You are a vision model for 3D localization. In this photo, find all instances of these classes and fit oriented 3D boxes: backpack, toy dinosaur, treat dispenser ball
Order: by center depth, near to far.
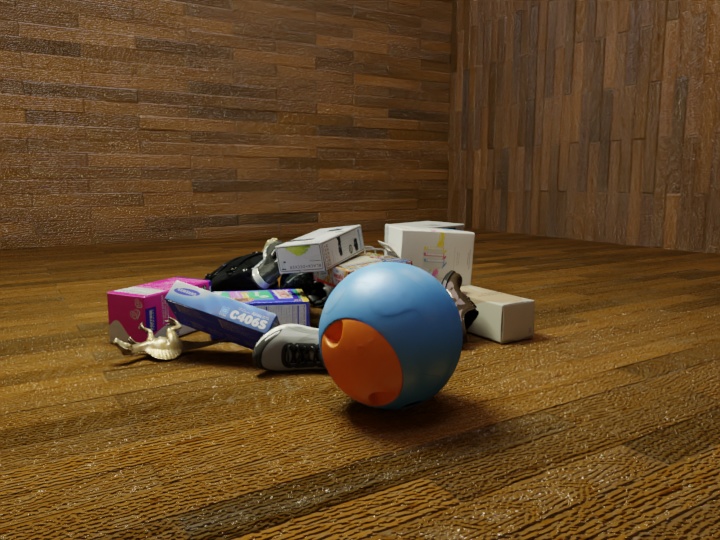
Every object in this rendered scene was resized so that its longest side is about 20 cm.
[{"bbox_3d":[0.041,0.089,0.821,0.199,0.203,0.201,0,9,0],"label":"treat dispenser ball"},{"bbox_3d":[-0.349,0.134,1.086,0.198,0.059,0.101,0,24,-28],"label":"toy dinosaur"},{"bbox_3d":[-0.282,0.022,1.471,0.162,0.155,0.200,-19,24,19],"label":"backpack"}]

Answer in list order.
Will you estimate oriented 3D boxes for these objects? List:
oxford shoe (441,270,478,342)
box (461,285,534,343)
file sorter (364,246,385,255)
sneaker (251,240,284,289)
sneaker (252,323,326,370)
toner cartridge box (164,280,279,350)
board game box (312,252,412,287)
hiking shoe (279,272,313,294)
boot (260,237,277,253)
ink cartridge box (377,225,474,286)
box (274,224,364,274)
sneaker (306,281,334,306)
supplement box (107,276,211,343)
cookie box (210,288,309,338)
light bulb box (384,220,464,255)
[{"bbox_3d":[0.194,0.076,1.185,0.084,0.073,0.201,1,42,12],"label":"oxford shoe"},{"bbox_3d":[0.261,0.087,1.243,0.094,0.079,0.199,-5,10,-30],"label":"box"},{"bbox_3d":[-0.034,-0.006,1.670,0.124,0.140,0.199,-3,8,-37],"label":"file sorter"},{"bbox_3d":[-0.190,-0.029,1.400,0.090,0.067,0.200,-34,16,20],"label":"sneaker"},{"bbox_3d":[-0.081,0.131,0.991,0.198,0.075,0.079,-4,15,-24],"label":"sneaker"},{"bbox_3d":[-0.238,0.086,1.052,0.198,0.043,0.095,18,-31,12],"label":"toner cartridge box"},{"bbox_3d":[0.000,0.000,1.284,0.150,0.047,0.200,-9,11,-24],"label":"board game box"},{"bbox_3d":[-0.163,0.022,1.418,0.074,0.087,0.200,-2,-18,-21],"label":"hiking shoe"},{"bbox_3d":[-0.184,-0.028,1.546,0.073,0.155,0.200,-49,-1,-23],"label":"boot"},{"bbox_3d":[0.145,-0.034,1.378,0.198,0.127,0.129,2,7,-11],"label":"ink cartridge box"},{"bbox_3d":[-0.083,-0.048,1.291,0.116,0.061,0.200,-3,13,27],"label":"box"},{"bbox_3d":[-0.100,0.045,1.525,0.110,0.077,0.199,6,11,-34],"label":"sneaker"},{"bbox_3d":[-0.406,0.080,1.217,0.103,0.102,0.200,5,11,25],"label":"supplement box"},{"bbox_3d":[-0.213,0.087,1.254,0.198,0.076,0.171,-1,7,-12],"label":"cookie box"},{"bbox_3d":[0.166,-0.023,1.559,0.124,0.202,0.197,10,13,41],"label":"light bulb box"}]
